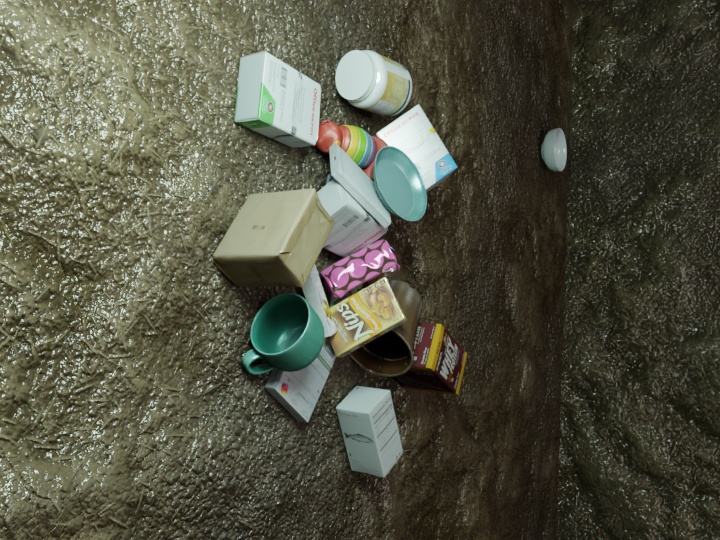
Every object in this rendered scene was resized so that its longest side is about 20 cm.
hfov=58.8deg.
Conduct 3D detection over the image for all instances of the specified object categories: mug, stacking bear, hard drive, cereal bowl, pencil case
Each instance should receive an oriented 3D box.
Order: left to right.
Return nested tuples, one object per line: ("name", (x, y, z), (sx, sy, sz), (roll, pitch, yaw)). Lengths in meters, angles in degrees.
("mug", (-0.169, 0.151, 1.435), (0.115, 0.180, 0.156), (53, 26, -48))
("stacking bear", (-0.038, -0.321, 1.639), (0.197, 0.122, 0.115), (14, 37, -45))
("hard drive", (-0.001, -0.208, 1.561), (0.199, 0.026, 0.134), (43, 25, -32))
("pencil case", (0.000, 0.000, 1.625), (0.095, 0.196, 0.091), (61, -4, 19))
("cereal bowl", (0.921, -0.575, 3.062), (0.198, 0.081, 0.207), (-2, 92, -56))

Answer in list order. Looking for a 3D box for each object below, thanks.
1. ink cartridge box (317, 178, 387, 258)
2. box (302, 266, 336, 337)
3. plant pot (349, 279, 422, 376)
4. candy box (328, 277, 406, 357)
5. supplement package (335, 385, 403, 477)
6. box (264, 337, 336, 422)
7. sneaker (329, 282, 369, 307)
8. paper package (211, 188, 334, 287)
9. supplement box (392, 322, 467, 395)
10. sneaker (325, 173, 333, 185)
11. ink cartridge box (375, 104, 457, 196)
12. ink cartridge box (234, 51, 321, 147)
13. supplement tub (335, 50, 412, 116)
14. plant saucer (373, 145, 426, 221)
("ink cartridge box", (-0.046, -0.123, 1.581), (0.198, 0.145, 0.088), (23, 39, -54))
("box", (-0.110, 0.063, 1.554), (0.039, 0.040, 0.206), (-33, 106, -66))
("plant pot", (0.077, 0.145, 1.756), (0.203, 0.195, 0.201), (64, 35, -32))
("candy box", (0.006, 0.119, 1.604), (0.118, 0.196, 0.055), (62, 4, 16))
("supplement package", (0.027, 0.435, 1.735), (0.117, 0.114, 0.206), (-36, 119, -49))
("box", (-0.138, 0.239, 1.555), (0.157, 0.040, 0.204), (54, 47, -40))
("sneaker", (-0.022, 0.057, 1.684), (0.075, 0.086, 0.206), (27, 70, -54))
("paper package", (-0.182, -0.069, 1.349), (0.104, 0.195, 0.194), (54, 48, -40))
("supplement box", (0.182, 0.259, 1.891), (0.200, 0.193, 0.136), (45, 55, -45))
("sneaker", (-0.001, -0.197, 1.684), (0.198, 0.112, 0.083), (29, 66, -52))
("ink cartridge box", (0.148, -0.318, 1.771), (0.203, 0.145, 0.146), (58, -3, 1))
("ink cartridge box", (-0.182, -0.377, 1.441), (0.198, 0.082, 0.151), (14, 79, -55))
("supplement tub", (0.036, -0.502, 1.709), (0.198, 0.141, 0.150), (-2, 92, -55))
("plant saucer", (0.094, -0.215, 1.626), (0.197, 0.035, 0.206), (24, 55, -39))
